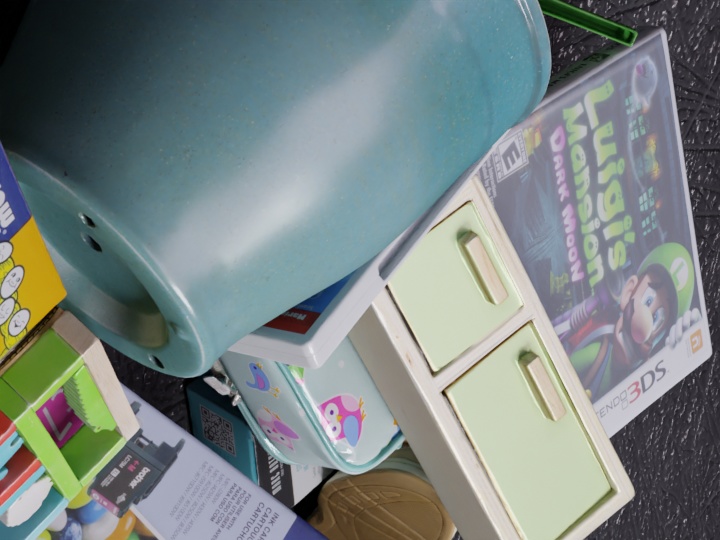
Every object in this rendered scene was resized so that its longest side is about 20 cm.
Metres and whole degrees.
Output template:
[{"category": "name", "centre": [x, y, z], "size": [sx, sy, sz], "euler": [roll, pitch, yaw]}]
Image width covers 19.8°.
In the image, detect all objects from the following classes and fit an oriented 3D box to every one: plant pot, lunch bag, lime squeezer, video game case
[{"category": "plant pot", "centre": [-0.056, -0.067, 0.833], "size": [0.188, 0.199, 0.201], "euler": [-50, 147, -21]}, {"category": "lunch bag", "centre": [0.000, 0.000, 1.044], "size": [0.200, 0.077, 0.161], "euler": [-45, 122, -30]}, {"category": "lime squeezer", "centre": [0.043, -0.150, 1.055], "size": [0.199, 0.071, 0.038], "euler": [14, 121, -28]}, {"category": "video game case", "centre": [0.120, -0.006, 1.094], "size": [0.181, 0.023, 0.201], "euler": [-32, 119, -41]}, {"category": "video game case", "centre": [-0.020, -0.039, 0.945], "size": [0.200, 0.142, 0.018], "euler": [-50, 133, -32]}]

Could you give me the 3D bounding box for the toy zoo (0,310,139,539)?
[{"category": "toy zoo", "centre": [-0.176, 0.113, 0.856], "size": [0.200, 0.020, 0.131], "euler": [-46, 164, -14]}]

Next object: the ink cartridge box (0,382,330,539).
[{"category": "ink cartridge box", "centre": [-0.098, 0.138, 0.966], "size": [0.200, 0.042, 0.120], "euler": [39, 77, -15]}]

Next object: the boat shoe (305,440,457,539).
[{"category": "boat shoe", "centre": [0.018, 0.122, 1.159], "size": [0.069, 0.074, 0.200], "euler": [-56, -175, -23]}]

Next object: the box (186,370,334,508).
[{"category": "box", "centre": [-0.008, 0.048, 1.138], "size": [0.200, 0.049, 0.083], "euler": [-39, 141, -34]}]

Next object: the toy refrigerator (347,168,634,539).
[{"category": "toy refrigerator", "centre": [0.054, 0.048, 0.986], "size": [0.076, 0.070, 0.201], "euler": [-36, 118, -15]}]

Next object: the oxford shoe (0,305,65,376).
[{"category": "oxford shoe", "centre": [-0.208, 0.059, 0.858], "size": [0.200, 0.071, 0.074], "euler": [-45, 114, -19]}]

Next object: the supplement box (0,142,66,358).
[{"category": "supplement box", "centre": [-0.222, 0.019, 0.746], "size": [0.200, 0.109, 0.109], "euler": [-47, 145, -25]}]
